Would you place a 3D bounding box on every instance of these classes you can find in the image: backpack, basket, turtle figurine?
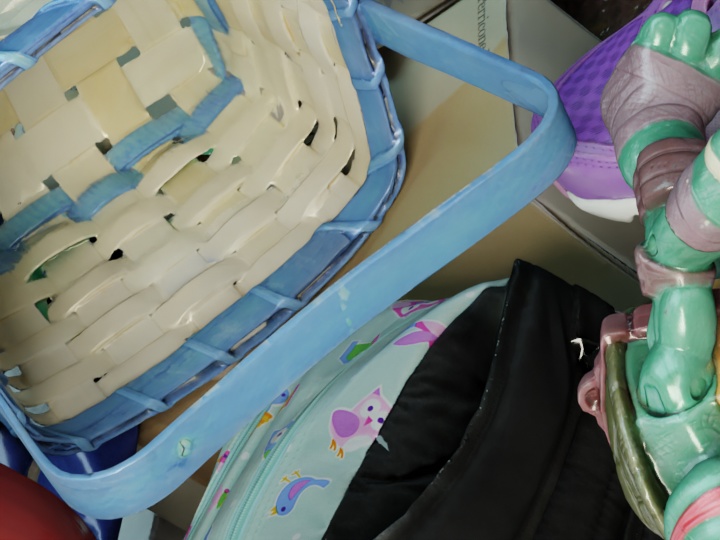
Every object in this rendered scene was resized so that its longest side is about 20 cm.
[{"bbox_3d":[0.017,0.095,0.800,0.126,0.167,0.200,-11,46,46],"label":"backpack"},{"bbox_3d":[-0.053,-0.027,0.853,0.176,0.139,0.200,-36,35,-13],"label":"basket"},{"bbox_3d":[0.105,0.022,0.745,0.100,0.150,0.200,-21,32,15],"label":"turtle figurine"}]

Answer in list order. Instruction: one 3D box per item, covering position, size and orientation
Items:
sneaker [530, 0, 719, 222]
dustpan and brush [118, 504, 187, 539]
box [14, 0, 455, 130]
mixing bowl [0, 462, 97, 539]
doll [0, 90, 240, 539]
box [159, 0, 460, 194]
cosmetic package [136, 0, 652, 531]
[{"bbox_3d":[0.129,-0.090,0.841,0.200,0.088,0.081,-30,42,17],"label":"sneaker"},{"bbox_3d":[-0.100,0.148,0.978,0.140,0.057,0.200,-47,35,13],"label":"dustpan and brush"},{"bbox_3d":[-0.051,-0.093,1.023,0.068,0.082,0.200,-34,8,-40],"label":"box"},{"bbox_3d":[-0.123,0.129,0.813,0.108,0.200,0.201,1,52,1],"label":"mixing bowl"},{"bbox_3d":[-0.099,0.036,0.951,0.136,0.048,0.201,-9,65,31],"label":"doll"},{"bbox_3d":[-0.031,-0.066,1.104,0.200,0.021,0.164,-40,36,22],"label":"box"},{"bbox_3d":[0.000,0.000,0.967,0.200,0.071,0.105,-33,40,30],"label":"cosmetic package"}]
